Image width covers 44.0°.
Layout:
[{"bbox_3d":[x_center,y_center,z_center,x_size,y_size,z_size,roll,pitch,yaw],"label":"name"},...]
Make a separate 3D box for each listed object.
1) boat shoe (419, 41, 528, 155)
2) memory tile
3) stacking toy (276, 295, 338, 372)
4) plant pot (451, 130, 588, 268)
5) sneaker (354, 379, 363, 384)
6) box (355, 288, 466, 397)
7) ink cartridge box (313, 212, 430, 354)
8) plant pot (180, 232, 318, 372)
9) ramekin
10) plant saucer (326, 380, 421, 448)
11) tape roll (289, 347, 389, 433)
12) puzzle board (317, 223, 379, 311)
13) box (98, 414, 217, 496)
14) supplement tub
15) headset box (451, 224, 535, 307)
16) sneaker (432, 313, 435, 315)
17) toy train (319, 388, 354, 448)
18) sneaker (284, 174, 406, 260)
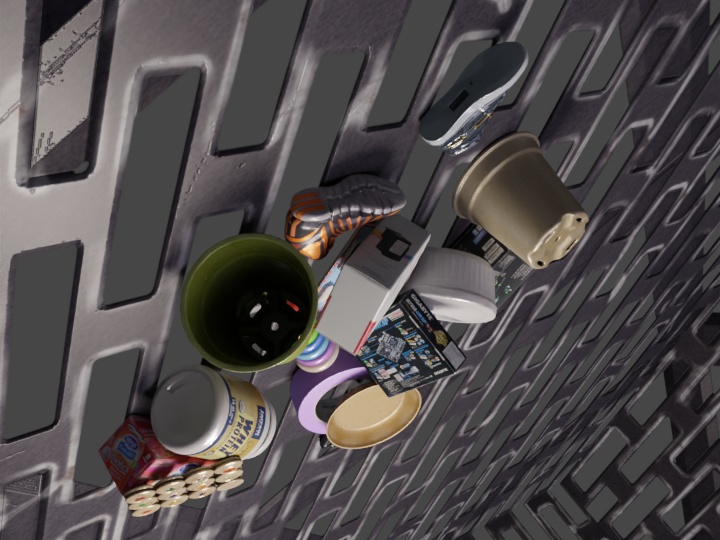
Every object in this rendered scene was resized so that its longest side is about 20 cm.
[{"bbox_3d":[0.182,-0.261,1.362,0.200,0.071,0.091,-41,154,17],"label":"boat shoe"},{"bbox_3d":[-0.294,0.367,1.505,0.199,0.017,0.153,-16,156,-16],"label":"memory tile"},{"bbox_3d":[-0.105,0.097,1.530,0.085,0.085,0.200,-36,144,-5],"label":"stacking toy"},{"bbox_3d":[0.297,-0.112,1.581,0.200,0.184,0.201,-29,150,-19],"label":"plant pot"},{"bbox_3d":[0.078,0.180,1.839,0.200,0.088,0.074,-36,152,-6],"label":"sneaker"},{"bbox_3d":[0.070,0.134,1.586,0.046,0.159,0.200,-44,-171,-39],"label":"box"},{"bbox_3d":[0.021,0.016,1.428,0.200,0.083,0.146,-51,169,-54],"label":"ink cartridge box"},{"bbox_3d":[-0.147,0.066,1.340,0.200,0.200,0.190,-37,165,-4],"label":"plant pot"},{"bbox_3d":[0.151,0.026,1.612,0.202,0.201,0.095,37,60,-61],"label":"ramekin"},{"bbox_3d":[0.021,0.274,1.747,0.199,0.036,0.201,-15,138,-14],"label":"plant saucer"},{"bbox_3d":[-0.037,0.233,1.752,0.199,0.066,0.201,-14,138,-13],"label":"tape roll"},{"bbox_3d":[0.000,0.000,1.566,0.150,0.017,0.200,1,131,-50],"label":"puzzle board"},{"bbox_3d":[-0.336,0.321,1.539,0.095,0.100,0.200,-46,150,12],"label":"box"},{"bbox_3d":[-0.240,0.244,1.495,0.144,0.145,0.200,-43,152,6],"label":"supplement tub"},{"bbox_3d":[0.247,0.006,1.782,0.174,0.093,0.200,-48,152,15],"label":"headset box"},{"bbox_3d":[0.079,0.108,1.650,0.073,0.071,0.200,16,168,-18],"label":"sneaker"},{"bbox_3d":[-0.046,0.328,1.965,0.046,0.034,0.200,0,135,-33],"label":"toy train"},{"bbox_3d":[-0.030,-0.080,1.369,0.199,0.078,0.112,-9,145,-27],"label":"sneaker"}]
